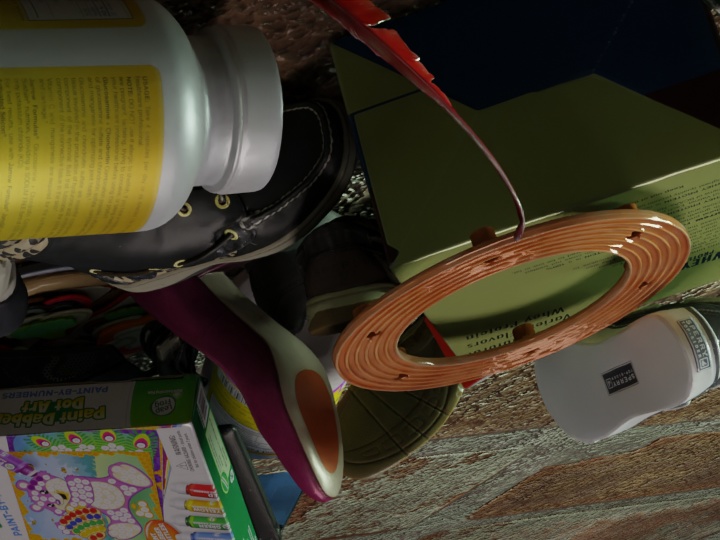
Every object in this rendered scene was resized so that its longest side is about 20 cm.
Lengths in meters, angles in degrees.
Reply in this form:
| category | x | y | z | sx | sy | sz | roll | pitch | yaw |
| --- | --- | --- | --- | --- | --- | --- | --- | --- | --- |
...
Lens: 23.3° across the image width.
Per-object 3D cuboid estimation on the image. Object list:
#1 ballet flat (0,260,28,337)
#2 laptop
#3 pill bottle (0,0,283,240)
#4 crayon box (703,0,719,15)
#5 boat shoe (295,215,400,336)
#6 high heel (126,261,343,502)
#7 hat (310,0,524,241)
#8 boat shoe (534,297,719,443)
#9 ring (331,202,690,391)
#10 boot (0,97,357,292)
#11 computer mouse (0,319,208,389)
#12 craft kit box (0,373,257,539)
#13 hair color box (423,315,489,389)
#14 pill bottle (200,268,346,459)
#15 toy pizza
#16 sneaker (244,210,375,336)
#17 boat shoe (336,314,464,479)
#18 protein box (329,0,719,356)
| category | x | y | z | sx | sy | sz | roll | pitch | yaw |
| --- | --- | --- | --- | --- | --- | --- | --- | --- | --- |
| ballet flat | -0.243 | -0.006 | 0.984 | 0.073 | 0.074 | 0.199 | -25 | 155 | 27 |
| laptop | -0.148 | 0.139 | 1.247 | 0.185 | 0.117 | 0.201 | -7 | 136 | 10 |
| pill bottle | -0.142 | -0.072 | 0.813 | 0.198 | 0.113 | 0.112 | -4 | 158 | -25 |
| crayon box | 0.237 | -0.160 | 0.867 | 0.127 | 0.051 | 0.199 | -49 | 149 | 13 |
| boat shoe | 0.000 | 0.000 | 1.011 | 0.072 | 0.066 | 0.200 | -9 | 180 | 0 |
| high heel | -0.080 | 0.062 | 1.088 | 0.096 | 0.202 | 0.067 | -29 | 162 | 23 |
| hat | -0.008 | -0.121 | 0.677 | 0.198 | 0.178 | 0.166 | -4 | 158 | -26 |
| boat shoe | 0.171 | 0.054 | 1.047 | 0.067 | 0.073 | 0.200 | -16 | 172 | -23 |
| ring | 0.078 | 0.014 | 0.921 | 0.198 | 0.019 | 0.201 | -17 | 160 | -6 |
| boot | -0.116 | -0.045 | 0.953 | 0.202 | 0.074 | 0.153 | -24 | 160 | 33 |
| computer mouse | -0.201 | 0.086 | 1.169 | 0.197 | 0.053 | 0.139 | -6 | 157 | -5 |
| craft kit box | -0.179 | 0.150 | 1.145 | 0.195 | 0.049 | 0.201 | -3 | 137 | 11 |
| hair color box | 0.146 | 0.004 | 1.198 | 0.199 | 0.062 | 0.101 | -24 | 170 | -44 |
| pill bottle | -0.063 | 0.073 | 1.264 | 0.103 | 0.105 | 0.200 | -9 | 160 | -14 |
| toy pizza | -0.208 | 0.045 | 1.193 | 0.198 | 0.032 | 0.201 | -13 | 160 | -5 |
| sneaker | 0.018 | 0.003 | 1.157 | 0.198 | 0.092 | 0.076 | -10 | 159 | -16 |
| boat shoe | 0.051 | 0.074 | 1.297 | 0.201 | 0.072 | 0.066 | -51 | 170 | -7 |
| protein box | 0.112 | -0.063 | 0.981 | 0.196 | 0.136 | 0.200 | -18 | 159 | 9 |
